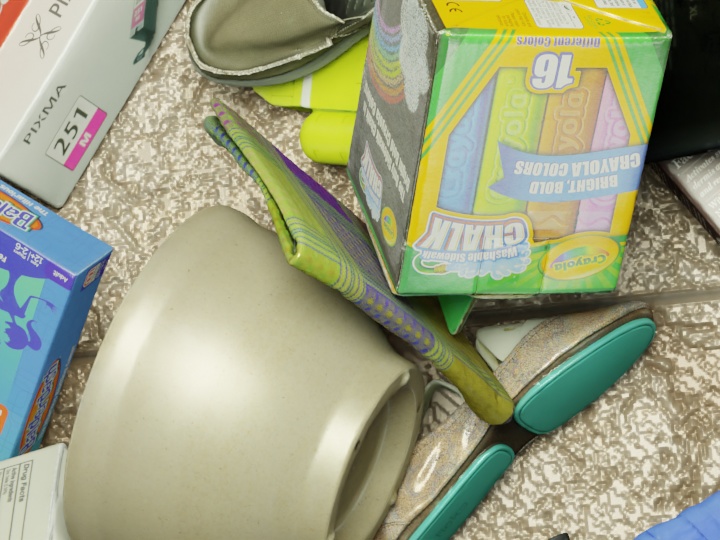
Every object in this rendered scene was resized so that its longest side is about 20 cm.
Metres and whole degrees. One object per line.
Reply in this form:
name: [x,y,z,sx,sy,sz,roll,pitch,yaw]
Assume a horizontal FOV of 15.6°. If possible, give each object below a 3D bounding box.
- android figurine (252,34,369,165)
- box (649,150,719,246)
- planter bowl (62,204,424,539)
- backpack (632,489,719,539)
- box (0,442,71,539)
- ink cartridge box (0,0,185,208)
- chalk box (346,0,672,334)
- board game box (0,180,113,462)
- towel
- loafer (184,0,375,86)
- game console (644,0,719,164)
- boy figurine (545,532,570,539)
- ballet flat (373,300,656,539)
android figurine: [0.004,-0.149,1.466,0.199,0.041,0.183,8,91,33]
box: [0.180,-0.112,1.449,0.100,0.075,0.200,-41,76,3]
planter bowl: [-0.049,0.083,1.389,0.134,0.200,0.201,22,87,17]
backpack: [0.192,0.203,1.287,0.167,0.200,0.163,-23,122,-5]
box: [-0.233,0.196,1.426,0.199,0.128,0.109,-17,124,11]
ink cartridge box: [-0.165,-0.148,1.458,0.043,0.174,0.201,30,88,21]
chalk box: [0.070,-0.064,1.351,0.123,0.125,0.201,-1,125,-14]
board game box: [-0.236,0.036,1.462,0.152,0.045,0.201,30,122,12]
towel: [0.000,0.000,1.380,0.023,0.200,0.144,-42,45,8]
loafer: [-0.020,-0.157,1.416,0.199,0.070,0.076,-21,75,28]
game console: [0.214,-0.158,1.405,0.175,0.116,0.201,-10,79,38]
boy figurine: [0.134,0.240,1.415,0.124,0.064,0.201,-32,79,4]
ballet flat: [0.072,0.072,1.448,0.200,0.068,0.067,-43,61,1]
